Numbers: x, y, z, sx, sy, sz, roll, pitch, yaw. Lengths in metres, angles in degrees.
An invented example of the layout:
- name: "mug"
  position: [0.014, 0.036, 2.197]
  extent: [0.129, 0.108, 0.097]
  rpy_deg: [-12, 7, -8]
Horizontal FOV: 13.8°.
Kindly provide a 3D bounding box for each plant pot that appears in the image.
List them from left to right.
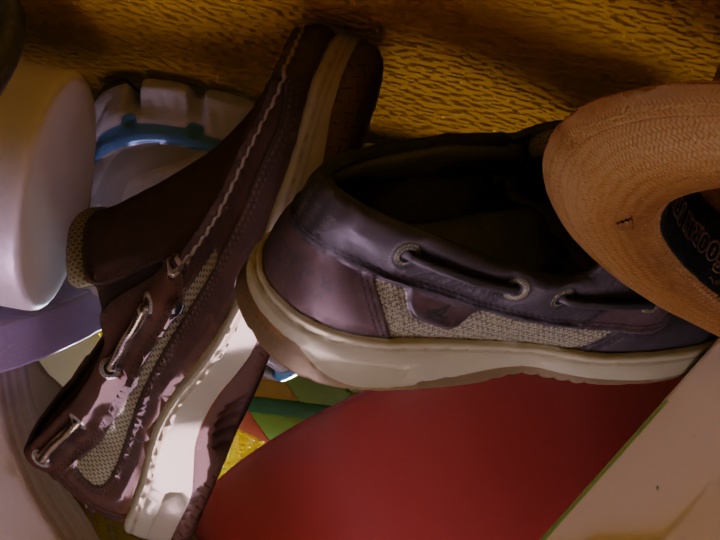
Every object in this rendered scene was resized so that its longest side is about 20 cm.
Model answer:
- name: "plant pot"
  position: [0.061, 0.136, 1.059]
  extent: [0.200, 0.178, 0.201]
  rpy_deg: [-18, 161, -6]

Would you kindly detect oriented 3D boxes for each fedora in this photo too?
- name: "fedora"
  position: [0.146, -0.026, 0.757]
  extent: [0.200, 0.082, 0.201]
  rpy_deg: [16, 164, 5]

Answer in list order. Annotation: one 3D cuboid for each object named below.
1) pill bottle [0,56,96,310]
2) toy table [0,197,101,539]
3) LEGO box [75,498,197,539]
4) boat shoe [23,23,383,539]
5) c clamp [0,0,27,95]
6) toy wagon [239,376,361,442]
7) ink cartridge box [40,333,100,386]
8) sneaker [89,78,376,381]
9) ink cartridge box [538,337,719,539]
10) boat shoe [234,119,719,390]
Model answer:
- name: "pill bottle"
  position: [-0.191, -0.042, 0.953]
  extent: [0.199, 0.110, 0.109]
  rpy_deg: [10, 167, 10]
- name: "toy table"
  position: [-0.154, 0.042, 1.052]
  extent: [0.200, 0.118, 0.184]
  rpy_deg: [-15, -148, -41]
- name: "LEGO box"
  position: [-0.061, 0.178, 1.079]
  extent: [0.149, 0.077, 0.200]
  rpy_deg: [56, -177, -25]
- name: "boat shoe"
  position: [-0.058, 0.003, 0.926]
  extent: [0.075, 0.075, 0.203]
  rpy_deg: [24, 123, -1]
- name: "c clamp"
  position: [-0.165, -0.029, 0.806]
  extent: [0.027, 0.171, 0.200]
  rpy_deg: [46, -177, -29]
- name: "toy wagon"
  position: [0.008, 0.031, 1.147]
  extent: [0.199, 0.040, 0.155]
  rpy_deg: [6, 151, 27]
- name: "ink cartridge box"
  position: [-0.185, 0.096, 1.278]
  extent: [0.145, 0.145, 0.200]
  rpy_deg: [-1, 124, 44]
- name: "sneaker"
  position: [0.000, 0.000, 1.006]
  extent: [0.199, 0.087, 0.075]
  rpy_deg: [11, 165, 0]
- name: "ink cartridge box"
  position: [0.160, 0.088, 0.953]
  extent: [0.200, 0.117, 0.067]
  rpy_deg: [26, -161, -51]
- name: "boat shoe"
  position: [0.061, -0.010, 0.870]
  extent: [0.200, 0.072, 0.066]
  rpy_deg: [-6, 144, -32]
